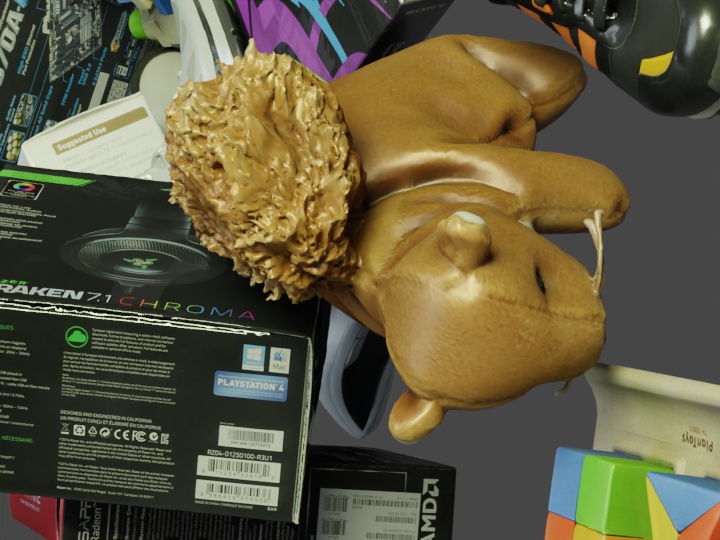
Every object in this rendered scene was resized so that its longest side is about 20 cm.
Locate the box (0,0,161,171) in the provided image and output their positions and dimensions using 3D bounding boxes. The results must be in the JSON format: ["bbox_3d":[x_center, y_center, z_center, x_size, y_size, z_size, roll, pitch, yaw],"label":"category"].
[{"bbox_3d":[-0.181,-0.151,1.260,0.046,0.159,0.200,22,97,33],"label":"box"}]

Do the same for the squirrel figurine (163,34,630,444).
[{"bbox_3d":[0.010,-0.011,0.840,0.187,0.200,0.142,-96,24,-63],"label":"squirrel figurine"}]

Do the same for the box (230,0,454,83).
[{"bbox_3d":[-0.020,-0.156,1.028,0.143,0.036,0.200,69,157,11],"label":"box"}]

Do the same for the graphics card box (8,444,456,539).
[{"bbox_3d":[-0.066,0.111,1.044,0.125,0.200,0.051,179,94,-70],"label":"graphics card box"}]

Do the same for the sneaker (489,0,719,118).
[{"bbox_3d":[0.080,-0.114,0.822,0.200,0.090,0.070,-120,37,-59],"label":"sneaker"}]

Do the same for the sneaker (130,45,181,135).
[{"bbox_3d":[-0.073,-0.052,1.223,0.200,0.074,0.080,60,163,15],"label":"sneaker"}]

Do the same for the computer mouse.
[{"bbox_3d":[0.000,0.000,1.110,0.110,0.044,0.200,-121,39,-58],"label":"computer mouse"}]

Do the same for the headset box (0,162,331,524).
[{"bbox_3d":[-0.102,0.026,0.981,0.200,0.174,0.093,-79,-5,-70],"label":"headset box"}]

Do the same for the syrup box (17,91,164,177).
[{"bbox_3d":[-0.118,0.010,1.185,0.200,0.081,0.079,62,162,6],"label":"syrup box"}]

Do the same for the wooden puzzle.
[{"bbox_3d":[0.107,0.139,0.768,0.185,0.046,0.201,-173,86,-71],"label":"wooden puzzle"}]

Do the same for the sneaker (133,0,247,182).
[{"bbox_3d":[-0.100,-0.067,1.128,0.076,0.115,0.201,56,-167,-59],"label":"sneaker"}]

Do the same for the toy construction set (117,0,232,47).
[{"bbox_3d":[-0.087,-0.213,1.246,0.092,0.131,0.200,13,60,46],"label":"toy construction set"}]
